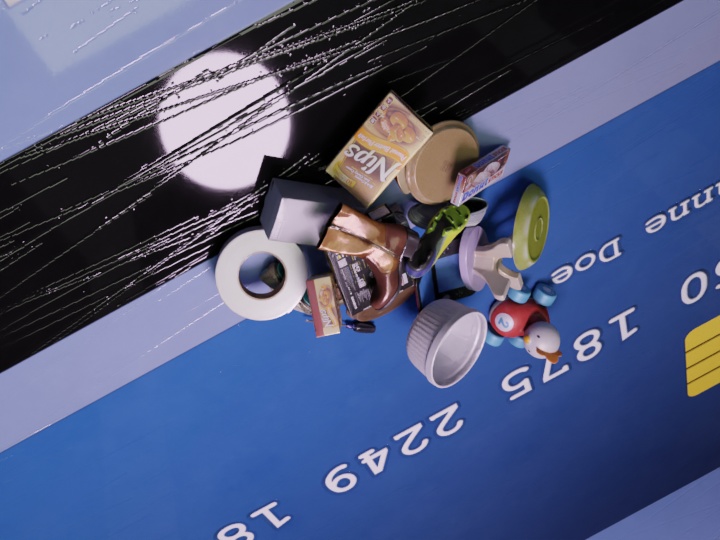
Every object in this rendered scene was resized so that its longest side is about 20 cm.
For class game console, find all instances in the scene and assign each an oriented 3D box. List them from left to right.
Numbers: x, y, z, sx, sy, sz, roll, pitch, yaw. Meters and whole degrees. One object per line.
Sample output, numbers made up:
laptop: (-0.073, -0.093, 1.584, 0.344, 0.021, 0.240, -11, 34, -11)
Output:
game console: (0.206, 0.038, 1.756, 0.169, 0.120, 0.202, -15, 133, -2)

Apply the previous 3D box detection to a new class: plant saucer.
plant saucer: (0.058, 0.061, 1.717, 0.198, 0.030, 0.201, -26, 158, -11)
plant saucer: (0.402, -0.098, 1.705, 0.199, 0.031, 0.203, -30, 125, -54)

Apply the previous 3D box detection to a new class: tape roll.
tape roll: (-0.209, 0.007, 1.555, 0.199, 0.037, 0.206, -3, 107, -10)

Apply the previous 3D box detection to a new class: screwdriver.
screwdriver: (-0.049, 0.130, 1.790, 0.197, 0.029, 0.028, 13, 123, -27)

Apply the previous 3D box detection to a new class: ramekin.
ramekin: (0.197, 0.164, 1.731, 0.199, 0.104, 0.203, -28, 132, -34)

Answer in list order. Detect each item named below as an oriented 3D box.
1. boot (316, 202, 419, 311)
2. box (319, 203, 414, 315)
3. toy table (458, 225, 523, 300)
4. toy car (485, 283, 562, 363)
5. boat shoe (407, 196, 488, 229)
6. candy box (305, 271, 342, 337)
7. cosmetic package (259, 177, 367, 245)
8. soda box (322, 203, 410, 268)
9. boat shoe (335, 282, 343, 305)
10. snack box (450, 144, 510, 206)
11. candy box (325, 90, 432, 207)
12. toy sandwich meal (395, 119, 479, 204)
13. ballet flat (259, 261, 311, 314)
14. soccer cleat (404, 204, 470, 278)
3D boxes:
boot: (0.003, -0.022, 1.472, 0.198, 0.069, 0.190, 15, 113, -31)
box: (0.016, -0.019, 1.552, 0.158, 0.049, 0.202, -27, 128, -9)
toy table: (0.312, -0.021, 1.721, 0.200, 0.116, 0.186, 43, 63, -57)
toy car: (0.445, 0.162, 1.911, 0.174, 0.201, 0.186, 6, 125, -28)
boat shoe: (0.198, -0.139, 1.635, 0.198, 0.071, 0.072, -4, 147, -29)
candy box: (-0.075, 0.067, 1.551, 0.054, 0.200, 0.118, -11, 93, -1)
cosmetic package: (-0.098, -0.116, 1.519, 0.197, 0.091, 0.108, 2, 125, -29)
soda box: (0.015, -0.065, 1.621, 0.198, 0.069, 0.064, -28, 134, 1)
boat shoe: (0.000, 0.000, 1.668, 0.199, 0.072, 0.068, -40, 127, 5)
snack box: (0.259, -0.206, 1.574, 0.199, 0.024, 0.073, -34, 146, -43)
candy box: (0.037, -0.240, 1.456, 0.115, 0.055, 0.200, 40, 107, -8)
toy sandwich meal: (0.159, -0.231, 1.556, 0.202, 0.070, 0.208, -15, 124, -23)
ballet flat: (-0.150, 0.051, 1.659, 0.075, 0.069, 0.199, -27, 132, 30)
soccer cleat: (0.161, -0.065, 1.572, 0.200, 0.064, 0.084, -48, 168, -20)
